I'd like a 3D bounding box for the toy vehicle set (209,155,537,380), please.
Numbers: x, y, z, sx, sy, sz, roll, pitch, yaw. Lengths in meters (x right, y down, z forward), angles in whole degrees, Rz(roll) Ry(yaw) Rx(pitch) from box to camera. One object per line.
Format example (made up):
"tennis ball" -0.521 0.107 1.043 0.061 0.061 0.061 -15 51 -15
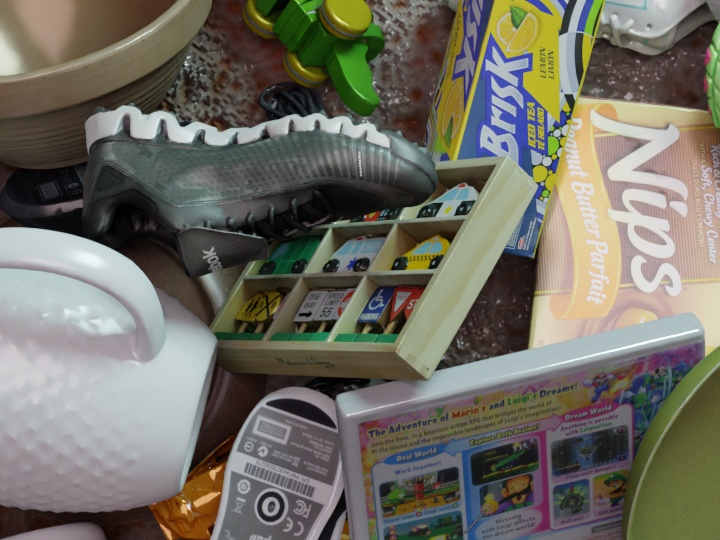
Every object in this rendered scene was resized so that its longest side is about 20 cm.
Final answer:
"toy vehicle set" 0.000 0.000 1.247 0.027 0.200 0.124 41 67 -27

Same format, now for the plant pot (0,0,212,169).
"plant pot" -0.179 -0.123 1.310 0.201 0.201 0.093 -7 126 5

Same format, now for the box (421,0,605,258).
"box" 0.085 -0.114 1.277 0.064 0.070 0.200 10 109 -16

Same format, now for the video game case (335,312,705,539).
"video game case" 0.091 0.120 1.236 0.200 0.024 0.182 -12 126 -10

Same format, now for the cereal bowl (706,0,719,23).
"cereal bowl" 0.289 -0.198 1.283 0.200 0.083 0.200 1 87 -15

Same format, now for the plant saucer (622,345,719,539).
"plant saucer" 0.214 0.103 1.243 0.200 0.200 0.031 -49 45 -3

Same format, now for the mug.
"mug" -0.169 0.044 1.223 0.175 0.200 0.148 14 54 -1

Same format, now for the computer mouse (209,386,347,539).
"computer mouse" -0.048 0.163 1.241 0.110 0.044 0.200 19 88 25

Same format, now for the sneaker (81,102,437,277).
"sneaker" -0.059 -0.034 1.199 0.200 0.066 0.091 4 64 16

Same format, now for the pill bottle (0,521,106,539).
"pill bottle" -0.174 0.249 1.268 0.112 0.112 0.200 -15 82 2

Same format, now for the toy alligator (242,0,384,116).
"toy alligator" -0.042 -0.175 1.351 0.054 0.059 0.200 -27 73 -44

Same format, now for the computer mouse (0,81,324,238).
"computer mouse" -0.096 -0.040 1.290 0.200 0.140 0.046 -20 121 -16

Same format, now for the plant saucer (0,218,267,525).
"plant saucer" -0.155 0.048 1.335 0.200 0.034 0.200 -1 82 5

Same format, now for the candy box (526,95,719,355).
"candy box" 0.157 0.005 1.308 0.115 0.055 0.200 6 82 4

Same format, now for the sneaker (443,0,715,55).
"sneaker" 0.147 -0.165 1.326 0.200 0.070 0.080 -8 84 2

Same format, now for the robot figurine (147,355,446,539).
"robot figurine" -0.011 0.126 1.297 0.200 0.058 0.145 -26 89 0

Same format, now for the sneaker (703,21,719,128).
"sneaker" 0.251 -0.055 1.259 0.084 0.200 0.077 1 40 38
